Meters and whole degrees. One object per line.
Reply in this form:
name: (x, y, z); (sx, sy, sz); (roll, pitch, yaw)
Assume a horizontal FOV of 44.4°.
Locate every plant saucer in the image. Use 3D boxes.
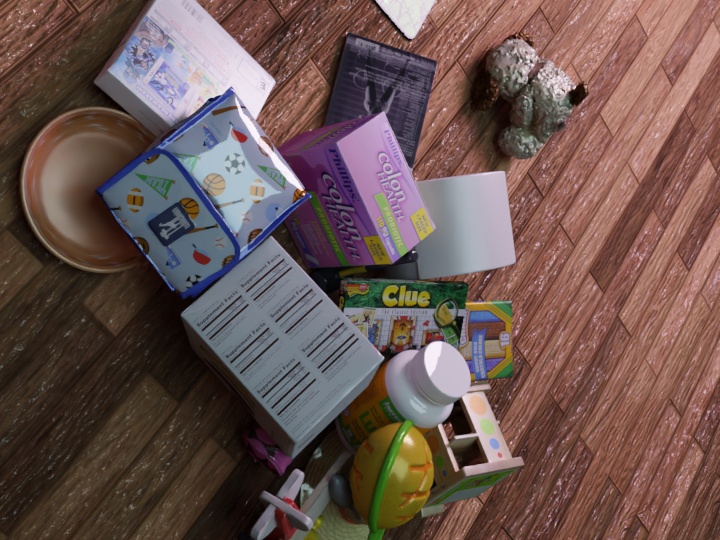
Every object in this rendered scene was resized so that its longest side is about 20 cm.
plant saucer: (-0.320, -0.097, 1.082); (0.199, 0.037, 0.203); (1, 88, -38)

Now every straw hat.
straw hat: (0.012, 0.324, 1.297); (0.200, 0.085, 0.204); (2, 87, -39)

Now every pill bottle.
pill bottle: (0.060, 0.180, 1.235); (0.110, 0.200, 0.112); (22, 48, -27)

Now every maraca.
maraca: (0.039, 0.285, 1.161); (0.137, 0.106, 0.202); (-49, 154, -49)

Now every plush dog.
plush dog: (0.288, -0.321, 1.525); (0.171, 0.160, 0.201); (36, 65, -6)

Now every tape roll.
tape roll: (0.127, -0.068, 1.334); (0.201, 0.202, 0.141); (-10, 94, -38)

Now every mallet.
mallet: (0.000, 0.000, 1.231); (0.066, 0.199, 0.042); (-27, 98, -33)

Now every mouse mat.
mouse mat: (0.075, -0.497, 1.435); (0.161, 0.007, 0.201); (42, 63, -30)

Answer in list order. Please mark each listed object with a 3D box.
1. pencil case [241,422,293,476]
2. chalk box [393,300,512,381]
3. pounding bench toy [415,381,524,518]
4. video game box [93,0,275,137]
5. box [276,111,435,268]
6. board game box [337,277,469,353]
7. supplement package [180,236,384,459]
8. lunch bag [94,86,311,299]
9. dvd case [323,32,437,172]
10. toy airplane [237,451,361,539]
pencil case: (-0.083, 0.187, 1.226); (0.200, 0.093, 0.091); (-49, 115, -27)
chalk box: (0.128, 0.109, 1.375); (0.199, 0.124, 0.125); (2, 87, -40)
pounding bench toy: (0.122, 0.278, 1.373); (0.123, 0.200, 0.157); (0, 56, -37)
video game box: (-0.219, -0.244, 1.144); (0.200, 0.047, 0.183); (42, 50, -29)
box: (-0.024, -0.104, 1.216); (0.096, 0.199, 0.177); (-38, 111, -33)
board game box: (0.058, 0.065, 1.237); (0.198, 0.023, 0.106); (1, 100, -28)
supplement package: (-0.098, 0.103, 1.092); (0.147, 0.191, 0.200); (-41, 81, -16)
lunch bag: (-0.187, -0.089, 1.047); (0.200, 0.124, 0.171); (-41, 106, -20)
dvd case: (0.027, -0.247, 1.338); (0.147, 0.016, 0.202); (16, 76, -8)
toy airplane: (-0.078, 0.344, 1.137); (0.141, 0.199, 0.201); (35, 106, 7)
